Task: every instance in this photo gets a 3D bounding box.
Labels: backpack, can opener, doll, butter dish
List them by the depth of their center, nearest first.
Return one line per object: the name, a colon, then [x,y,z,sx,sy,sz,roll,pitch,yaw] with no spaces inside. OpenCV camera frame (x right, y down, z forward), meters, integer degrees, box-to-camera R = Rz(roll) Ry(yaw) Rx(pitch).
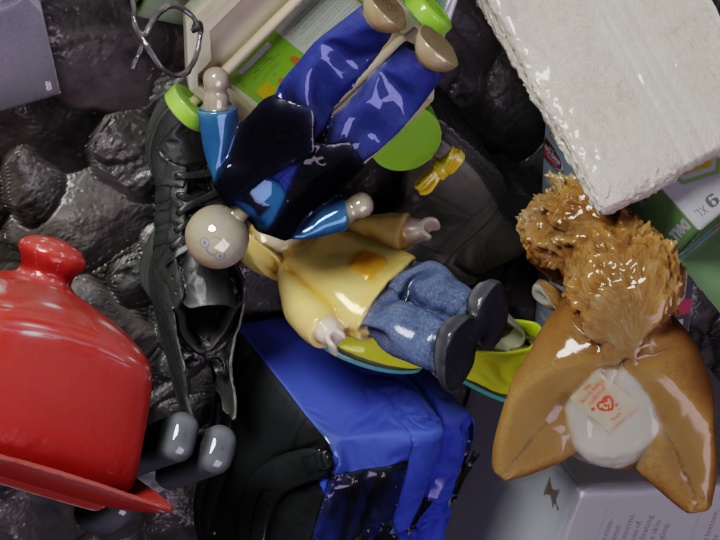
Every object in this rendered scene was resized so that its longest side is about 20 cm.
doll: [-0.038,-0.080,1.278,0.136,0.048,0.200,35,111,-20]
butter dish: [-0.213,0.050,1.319,0.199,0.200,0.148,23,88,-35]
can opener: [-0.136,0.136,1.414,0.053,0.067,0.200,19,158,-19]
backpack: [-0.019,0.154,1.479,0.167,0.163,0.200,-1,123,-29]

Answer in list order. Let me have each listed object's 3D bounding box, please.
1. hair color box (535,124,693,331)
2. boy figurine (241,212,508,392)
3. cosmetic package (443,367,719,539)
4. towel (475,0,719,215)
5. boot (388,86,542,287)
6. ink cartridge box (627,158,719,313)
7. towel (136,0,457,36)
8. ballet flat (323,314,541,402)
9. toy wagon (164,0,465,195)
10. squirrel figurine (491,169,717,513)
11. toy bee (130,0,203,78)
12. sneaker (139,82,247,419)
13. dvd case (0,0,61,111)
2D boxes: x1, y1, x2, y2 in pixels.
hair color box: [0.183,-0.035,1.505,0.099,0.061,0.200,-13,127,-16]
boy figurine: [0.000,0.000,1.370,0.124,0.200,0.065,-44,147,-28]
cosmetic package: [0.185,0.174,1.589,0.200,0.166,0.168,1,123,-27]
towel: [0.160,-0.145,1.346,0.132,0.200,0.034,-26,170,-6]
boot: [0.036,-0.043,1.430,0.131,0.068,0.200,-39,130,12]
ink cartridge box: [0.217,-0.080,1.390,0.104,0.200,0.059,-37,172,-20]
towel: [-0.024,-0.198,1.294,0.200,0.031,0.149,8,119,-23]
ballet flat: [0.051,0.038,1.446,0.200,0.067,0.067,18,115,-42]
toy wagon: [-0.017,-0.118,1.311,0.155,0.040,0.200,-42,123,17]
squirrel figurine: [0.164,0.035,1.398,0.141,0.187,0.200,3,110,6]
toy bee: [-0.166,-0.207,1.183,0.131,0.109,0.201,8,81,-50]
sneaker: [-0.101,-0.010,1.356,0.060,0.104,0.200,-5,125,-22]
dvd case: [-0.283,-0.138,1.235,0.200,0.016,0.149,-18,130,-13]
